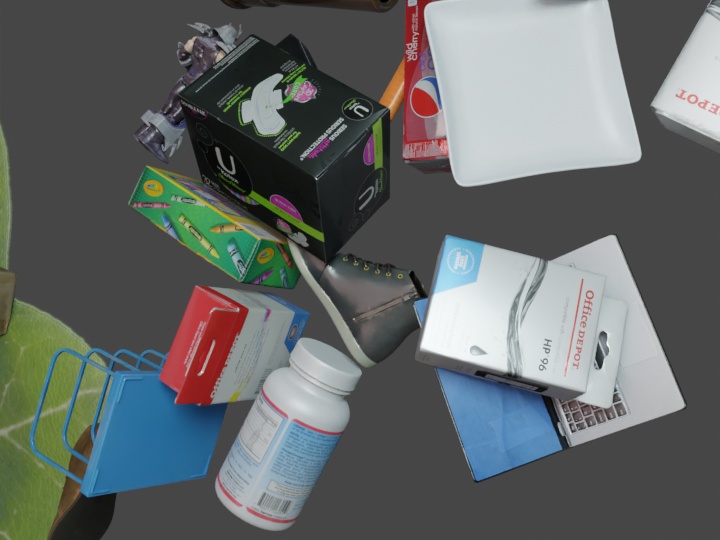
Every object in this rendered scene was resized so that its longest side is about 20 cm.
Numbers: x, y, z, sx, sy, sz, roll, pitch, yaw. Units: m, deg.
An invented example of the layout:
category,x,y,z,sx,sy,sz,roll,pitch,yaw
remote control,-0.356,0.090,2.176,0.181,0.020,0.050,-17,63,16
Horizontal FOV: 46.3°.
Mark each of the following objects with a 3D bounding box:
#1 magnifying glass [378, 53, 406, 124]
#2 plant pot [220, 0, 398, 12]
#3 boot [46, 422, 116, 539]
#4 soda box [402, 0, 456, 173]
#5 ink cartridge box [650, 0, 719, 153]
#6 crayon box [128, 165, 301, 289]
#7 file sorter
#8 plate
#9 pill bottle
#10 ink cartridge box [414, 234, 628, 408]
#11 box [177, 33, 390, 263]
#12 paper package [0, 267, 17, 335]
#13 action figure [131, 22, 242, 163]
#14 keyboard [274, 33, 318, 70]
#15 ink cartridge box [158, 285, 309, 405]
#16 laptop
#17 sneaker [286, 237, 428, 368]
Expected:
category,x,y,z,sx,sy,sz,roll,pitch,yaw
magnifying glass,0.015,-0.163,1.001,0.079,0.022,0.202,35,103,25
plant pot,-0.049,-0.389,0.968,0.196,0.200,0.203,16,92,18
boot,-0.374,0.302,1.137,0.075,0.073,0.202,29,94,44
soda box,0.089,-0.214,0.939,0.063,0.070,0.203,0,85,26
ink cartridge box,0.387,-0.201,0.778,0.146,0.086,0.202,33,101,26
crayon box,-0.171,-0.052,1.028,0.199,0.118,0.059,32,99,26
file sorter,-0.272,0.170,1.017,0.122,0.199,0.140,20,94,30
plate,0.175,-0.192,0.876,0.197,0.032,0.202,-8,80,-5
pill bottle,-0.079,0.185,0.966,0.108,0.108,0.202,32,99,25
ink cartridge box,0.161,0.051,0.805,0.197,0.068,0.117,14,76,3
box,-0.078,-0.135,0.930,0.199,0.149,0.124,33,63,23
paper package,-0.641,0.019,1.215,0.189,0.199,0.105,17,92,28
action figure,-0.216,-0.238,1.089,0.201,0.069,0.130,-53,45,3
keyboard,-0.132,-0.200,1.079,0.199,0.021,0.128,-33,66,21
ink cartridge box,-0.150,0.085,0.959,0.067,0.199,0.117,26,96,26
laptop,0.187,0.083,0.837,0.198,0.116,0.189,-25,75,23
sneaker,0.000,0.000,0.970,0.106,0.075,0.201,-35,79,14
